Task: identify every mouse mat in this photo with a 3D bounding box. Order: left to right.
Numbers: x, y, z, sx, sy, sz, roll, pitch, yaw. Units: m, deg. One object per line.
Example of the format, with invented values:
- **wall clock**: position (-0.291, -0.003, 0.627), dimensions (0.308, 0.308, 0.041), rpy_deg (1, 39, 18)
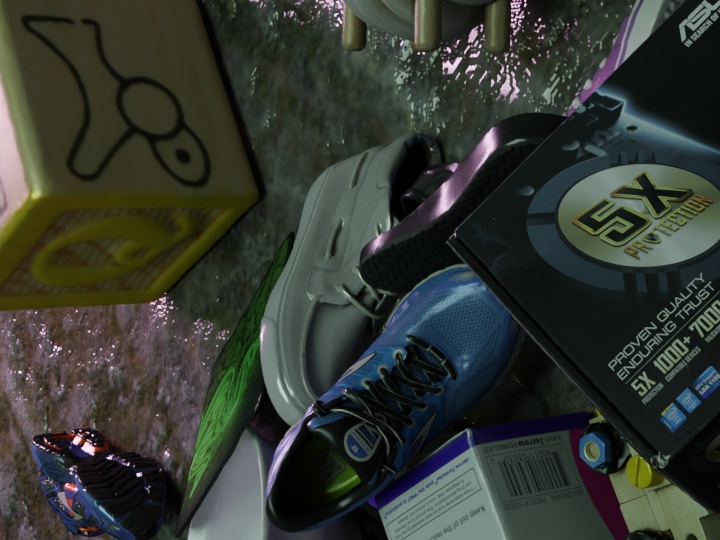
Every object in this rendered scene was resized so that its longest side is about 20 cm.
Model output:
- **mouse mat**: position (-0.092, 0.084, 1.061), dimensions (0.200, 0.008, 0.161), rpy_deg (121, 163, -47)

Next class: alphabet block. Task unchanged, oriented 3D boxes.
- **alphabet block**: position (-0.225, -0.099, 1.156), dimensions (0.196, 0.195, 0.200), rpy_deg (-41, 60, 47)

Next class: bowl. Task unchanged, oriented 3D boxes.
- **bowl**: position (-0.057, 0.211, 1.018), dimensions (0.201, 0.090, 0.201), rpy_deg (-169, 90, -71)

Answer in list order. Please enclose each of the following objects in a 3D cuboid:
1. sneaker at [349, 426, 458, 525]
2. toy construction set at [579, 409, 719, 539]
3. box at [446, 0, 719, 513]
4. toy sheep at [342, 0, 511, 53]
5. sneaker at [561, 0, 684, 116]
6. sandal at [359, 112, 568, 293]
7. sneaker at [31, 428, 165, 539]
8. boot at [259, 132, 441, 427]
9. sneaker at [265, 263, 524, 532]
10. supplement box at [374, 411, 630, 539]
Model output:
- **sneaker**: position (-0.006, 0.111, 0.991), dimensions (0.200, 0.070, 0.100), rpy_deg (47, 143, 48)
- **toy construction set**: position (0.175, 0.097, 0.753), dimensions (0.131, 0.092, 0.200), rpy_deg (-34, 55, 47)
- **box**: position (0.170, -0.020, 0.679), dimensions (0.200, 0.086, 0.164), rpy_deg (-44, 52, 7)
- **toy sheep**: position (0.037, -0.196, 0.874), dimensions (0.200, 0.138, 0.138), rpy_deg (14, 103, 57)
- **sneaker**: position (0.129, -0.084, 0.809), dimensions (0.114, 0.073, 0.201), rpy_deg (38, 121, 47)
- **sandal**: position (0.065, -0.039, 0.821), dimensions (0.200, 0.075, 0.048), rpy_deg (-40, 40, 52)
- **sneaker**: position (-0.222, 0.197, 1.274), dimensions (0.200, 0.075, 0.079), rpy_deg (21, 117, 57)
- **boot**: position (0.000, 0.000, 0.927), dimensions (0.096, 0.074, 0.200), rpy_deg (-28, 43, 45)
- **sneaker**: position (0.018, 0.081, 0.834), dimensions (0.079, 0.089, 0.200), rpy_deg (40, 106, -1)
- **supplement box**: position (0.103, 0.195, 0.831), dimensions (0.103, 0.101, 0.200), rpy_deg (-43, 59, 44)
